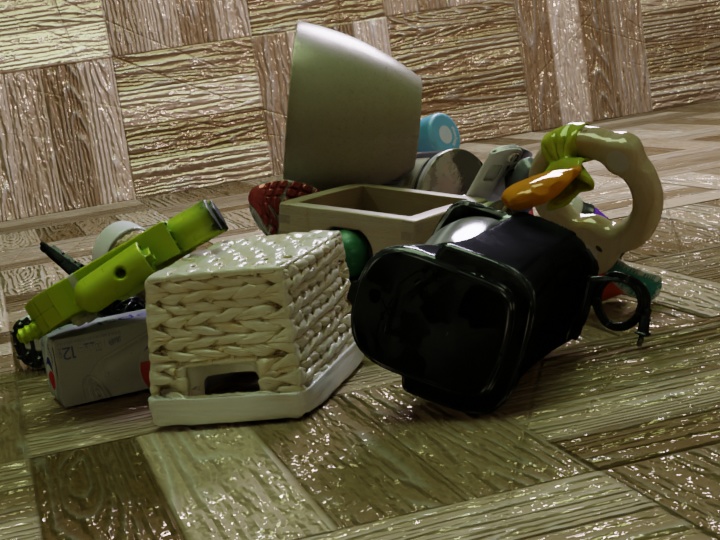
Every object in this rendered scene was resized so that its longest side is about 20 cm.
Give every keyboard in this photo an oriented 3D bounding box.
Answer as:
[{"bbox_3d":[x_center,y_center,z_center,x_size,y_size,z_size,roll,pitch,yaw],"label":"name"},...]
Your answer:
[{"bbox_3d":[-0.234,0.021,1.462,0.104,0.040,0.200,39,-4,23],"label":"keyboard"}]

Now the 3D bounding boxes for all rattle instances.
[{"bbox_3d":[0.200,-0.018,1.310,0.130,0.200,0.143,3,35,14],"label":"rattle"}]

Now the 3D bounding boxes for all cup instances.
[{"bbox_3d":[-0.007,-0.168,1.628,0.143,0.201,0.200,4,8,-2],"label":"cup"}]

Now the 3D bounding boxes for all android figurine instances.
[{"bbox_3d":[-0.207,0.004,1.278,0.200,0.041,0.182,-32,2,-1],"label":"android figurine"}]

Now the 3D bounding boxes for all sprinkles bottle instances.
[{"bbox_3d":[-0.195,0.011,1.535,0.068,0.068,0.200,-16,31,-42],"label":"sprinkles bottle"}]

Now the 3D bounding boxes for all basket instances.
[{"bbox_3d":[-0.087,0.042,1.232,0.135,0.124,0.200,-5,8,15],"label":"basket"}]

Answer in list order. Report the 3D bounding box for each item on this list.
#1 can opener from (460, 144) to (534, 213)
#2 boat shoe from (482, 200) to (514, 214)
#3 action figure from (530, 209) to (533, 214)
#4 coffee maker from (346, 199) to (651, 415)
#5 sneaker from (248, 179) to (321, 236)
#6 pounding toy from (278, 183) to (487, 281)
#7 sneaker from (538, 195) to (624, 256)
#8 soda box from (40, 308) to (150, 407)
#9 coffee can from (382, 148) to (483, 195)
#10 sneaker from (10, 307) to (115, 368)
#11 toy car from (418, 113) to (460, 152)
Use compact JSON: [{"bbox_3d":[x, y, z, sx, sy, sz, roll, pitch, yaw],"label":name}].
[{"bbox_3d":[0.127,-0.047,1.545,0.053,0.200,0.067,-1,45,-31],"label":"can opener"},{"bbox_3d":[0.143,-0.007,1.415,0.075,0.075,0.202,-14,29,20],"label":"boat shoe"},{"bbox_3d":[0.174,-0.048,1.680,0.065,0.099,0.200,-6,11,23],"label":"action figure"},{"bbox_3d":[0.111,0.022,1.138,0.192,0.135,0.200,-5,10,20],"label":"coffee maker"},{"bbox_3d":[-0.061,-0.039,1.590,0.082,0.078,0.200,12,-16,37],"label":"sneaker"},{"bbox_3d":[0.000,0.000,1.484,0.184,0.143,0.200,9,15,30],"label":"pounding toy"},{"bbox_3d":[0.207,-0.010,1.506,0.099,0.070,0.200,27,-20,-10],"label":"sneaker"},{"bbox_3d":[-0.186,0.069,1.355,0.200,0.064,0.068,-12,10,-21],"label":"soda box"},{"bbox_3d":[0.039,-0.065,1.742,0.200,0.147,0.146,0,12,42],"label":"coffee can"},{"bbox_3d":[-0.265,0.062,1.473,0.090,0.067,0.200,-18,11,-38],"label":"sneaker"},{"bbox_3d":[0.097,-0.095,2.000,0.200,0.177,0.184,20,-27,-39],"label":"toy car"}]
